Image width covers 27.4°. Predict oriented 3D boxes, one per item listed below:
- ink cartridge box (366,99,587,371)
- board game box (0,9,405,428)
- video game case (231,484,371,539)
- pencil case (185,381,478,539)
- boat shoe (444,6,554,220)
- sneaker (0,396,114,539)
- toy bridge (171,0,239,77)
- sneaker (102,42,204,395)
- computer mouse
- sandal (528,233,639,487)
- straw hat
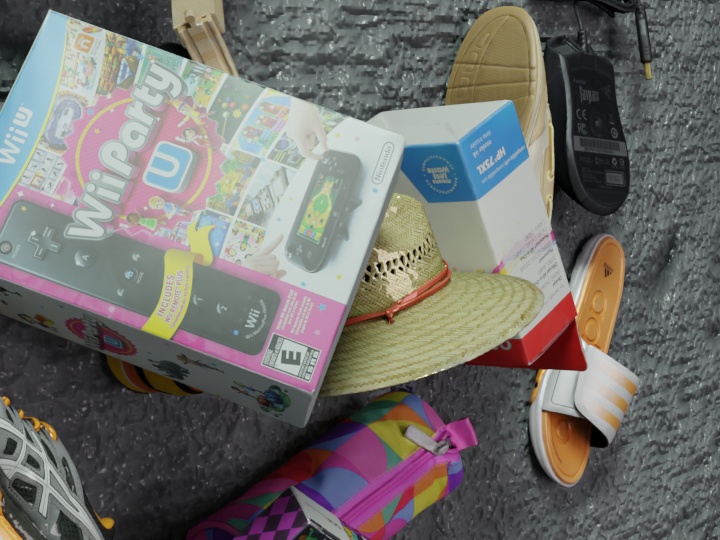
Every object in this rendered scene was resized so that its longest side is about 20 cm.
[{"bbox_3d":[0.067,-0.006,0.986,0.067,0.116,0.201,-39,118,-41],"label":"ink cartridge box"},{"bbox_3d":[-0.094,-0.027,0.760,0.064,0.199,0.148,102,7,-70],"label":"board game box"},{"bbox_3d":[-0.051,0.233,0.841,0.200,0.036,0.181,-44,131,8],"label":"video game case"},{"bbox_3d":[-0.017,0.145,0.923,0.200,0.088,0.089,-32,114,-41],"label":"pencil case"},{"bbox_3d":[0.105,-0.086,1.068,0.069,0.073,0.202,12,82,-60],"label":"boat shoe"},{"bbox_3d":[-0.190,0.097,0.747,0.077,0.078,0.201,-58,134,-47],"label":"sneaker"},{"bbox_3d":[-0.059,-0.076,0.860,0.200,0.027,0.068,61,14,-46],"label":"toy bridge"},{"bbox_3d":[-0.091,-0.029,0.831,0.070,0.090,0.202,6,86,-47],"label":"sneaker"},{"bbox_3d":[0.184,-0.140,1.167,0.140,0.046,0.202,-5,83,-43],"label":"computer mouse"},{"bbox_3d":[0.187,0.067,1.161,0.079,0.059,0.208,30,69,-43],"label":"sandal"},{"bbox_3d":[0.000,0.000,0.857,0.201,0.200,0.086,-29,110,-43],"label":"straw hat"}]
